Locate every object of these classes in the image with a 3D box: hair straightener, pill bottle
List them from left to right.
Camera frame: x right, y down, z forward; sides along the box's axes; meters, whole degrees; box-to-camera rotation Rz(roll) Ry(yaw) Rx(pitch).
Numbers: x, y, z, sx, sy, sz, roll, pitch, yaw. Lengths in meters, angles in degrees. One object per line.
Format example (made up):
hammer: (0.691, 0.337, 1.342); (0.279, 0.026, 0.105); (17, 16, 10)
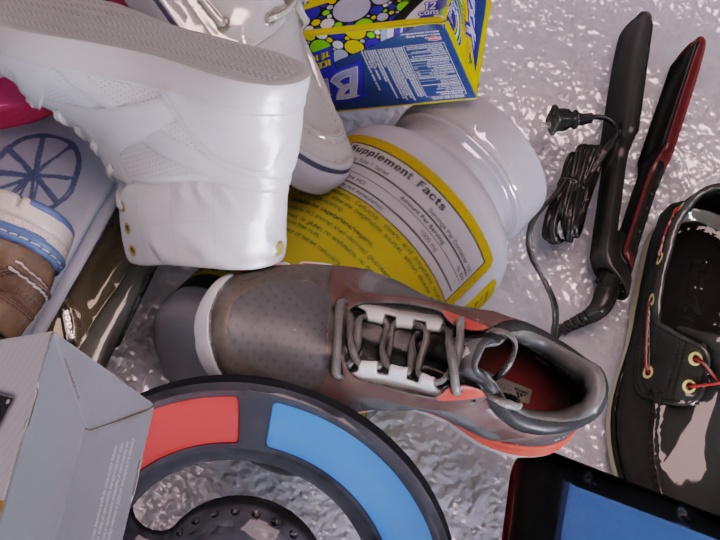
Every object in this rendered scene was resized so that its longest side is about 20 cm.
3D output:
pill bottle: (0.000, 0.000, 1.357); (0.112, 0.112, 0.200); (42, 62, 9)
hair straightener: (0.124, -0.055, 1.454); (0.077, 0.041, 0.200); (26, 67, -12)

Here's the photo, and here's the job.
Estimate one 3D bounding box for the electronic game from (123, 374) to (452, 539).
electronic game: (-0.055, 0.142, 1.250); (0.200, 0.200, 0.042); (23, 21, -1)

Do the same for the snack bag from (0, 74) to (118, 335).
snack bag: (-0.223, -0.027, 1.340); (0.200, 0.021, 0.189); (14, 61, 21)

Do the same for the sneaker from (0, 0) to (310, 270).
sneaker: (-0.117, -0.061, 1.272); (0.200, 0.116, 0.074); (20, 27, 30)

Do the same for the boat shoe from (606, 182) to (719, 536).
boat shoe: (0.173, 0.050, 1.400); (0.074, 0.063, 0.202); (13, 64, -11)

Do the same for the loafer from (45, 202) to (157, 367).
loafer: (-0.148, 0.018, 1.336); (0.070, 0.075, 0.200); (26, 62, -4)

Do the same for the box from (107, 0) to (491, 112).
box: (-0.039, -0.122, 1.382); (0.200, 0.064, 0.070); (-4, 52, 18)

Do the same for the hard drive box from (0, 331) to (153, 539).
hard drive box: (-0.205, 0.122, 1.207); (0.077, 0.200, 0.156); (40, 51, -42)

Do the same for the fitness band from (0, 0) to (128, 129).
fitness band: (-0.167, -0.161, 1.354); (0.144, 0.037, 0.200); (38, 70, 6)

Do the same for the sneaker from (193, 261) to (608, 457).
sneaker: (0.025, 0.034, 1.248); (0.200, 0.082, 0.077); (11, 77, -19)

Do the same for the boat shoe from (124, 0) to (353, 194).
boat shoe: (-0.060, -0.130, 1.304); (0.200, 0.070, 0.071); (53, 26, 6)

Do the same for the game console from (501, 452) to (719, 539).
game console: (0.167, 0.184, 1.269); (0.200, 0.172, 0.119); (21, 92, -24)

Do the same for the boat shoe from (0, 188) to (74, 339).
boat shoe: (-0.237, -0.011, 1.276); (0.200, 0.072, 0.072); (9, 67, 23)
